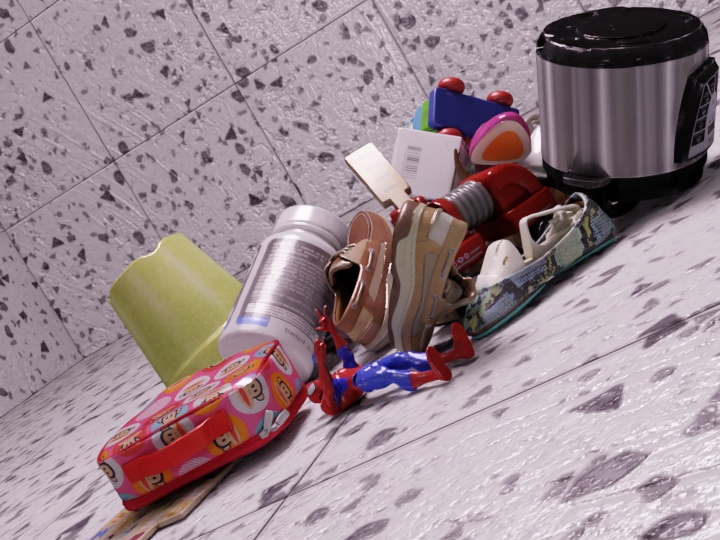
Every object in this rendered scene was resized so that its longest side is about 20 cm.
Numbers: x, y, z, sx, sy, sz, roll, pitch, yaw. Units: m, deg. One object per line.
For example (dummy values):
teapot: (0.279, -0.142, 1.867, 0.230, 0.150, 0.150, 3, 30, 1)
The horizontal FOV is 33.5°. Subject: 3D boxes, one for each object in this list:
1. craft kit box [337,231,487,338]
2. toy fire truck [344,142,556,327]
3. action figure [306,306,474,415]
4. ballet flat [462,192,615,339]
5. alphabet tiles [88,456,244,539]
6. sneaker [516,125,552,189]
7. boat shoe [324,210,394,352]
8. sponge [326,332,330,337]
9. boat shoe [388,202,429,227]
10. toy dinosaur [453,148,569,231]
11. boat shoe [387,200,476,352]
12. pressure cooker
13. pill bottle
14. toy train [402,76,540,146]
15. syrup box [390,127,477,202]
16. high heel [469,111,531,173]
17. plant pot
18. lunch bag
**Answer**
craft kit box: (0.080, 0.008, 1.458, 0.200, 0.049, 0.197, -34, 5, -26)
toy fire truck: (0.091, -0.063, 1.232, 0.176, 0.200, 0.129, -34, 8, -27)
action figure: (0.002, 0.073, 1.090, 0.200, 0.099, 0.065, -28, 6, 47)
ballet flat: (0.158, -0.012, 1.137, 0.200, 0.074, 0.074, -35, 8, -29)
alphabet tiles: (-0.199, 0.231, 1.168, 0.166, 0.006, 0.200, -27, 7, 29)
sneaker: (0.199, -0.110, 1.454, 0.074, 0.089, 0.200, 9, -21, -14)
boat shoe: (0.000, 0.000, 1.340, 0.076, 0.072, 0.200, -52, 27, 33)
sponge: (-0.032, 0.040, 1.555, 0.200, 0.030, 0.112, -35, -21, -38)
boat shoe: (0.068, -0.048, 1.435, 0.091, 0.071, 0.200, -38, 9, -40)
toy dinosaur: (0.158, -0.082, 1.345, 0.106, 0.199, 0.060, -67, 30, 24)
boat shoe: (0.068, 0.019, 1.097, 0.200, 0.076, 0.072, 87, -162, -56)
pressure cooker: (0.270, -0.156, 1.226, 0.175, 0.201, 0.179, -10, 25, -8)
pill bottle: (-0.082, 0.027, 1.400, 0.114, 0.114, 0.200, -24, 36, 45)
toy train: (0.158, -0.171, 1.521, 0.199, 0.085, 0.116, 11, -18, -23)
syrup box: (0.098, -0.109, 1.466, 0.081, 0.079, 0.200, 11, -5, 15)
high heel: (0.155, -0.158, 1.335, 0.067, 0.096, 0.200, -1, -17, 5)
plant pot: (-0.219, 0.061, 1.540, 0.200, 0.184, 0.200, -43, -5, -5)
lunch bag: (-0.157, 0.154, 1.179, 0.200, 0.082, 0.176, -28, 7, 14)
